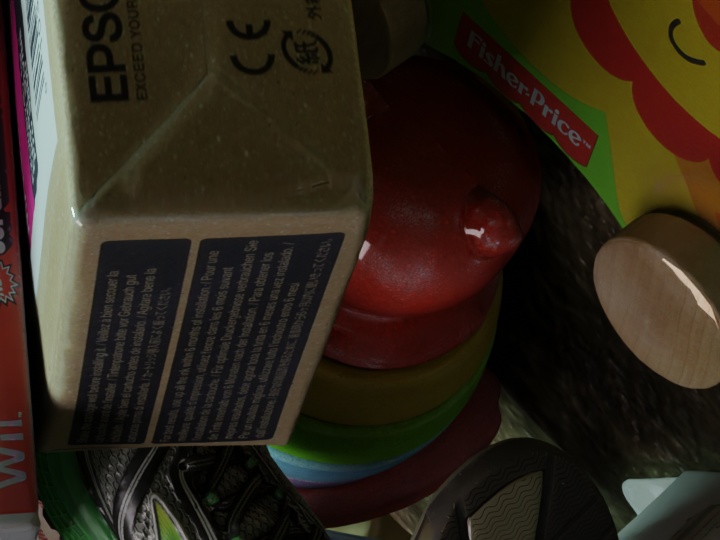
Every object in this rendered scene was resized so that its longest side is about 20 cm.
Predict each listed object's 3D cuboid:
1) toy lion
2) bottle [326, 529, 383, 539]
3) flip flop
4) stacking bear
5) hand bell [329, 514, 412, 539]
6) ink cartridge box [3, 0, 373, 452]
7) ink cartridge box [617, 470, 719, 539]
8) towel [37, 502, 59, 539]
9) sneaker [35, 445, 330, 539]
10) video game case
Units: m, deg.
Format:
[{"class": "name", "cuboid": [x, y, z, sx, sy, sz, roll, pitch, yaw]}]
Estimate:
[{"class": "toy lion", "cuboid": [0.075, -0.077, 0.727, 0.200, 0.069, 0.192, 44, 150, 19]}, {"class": "bottle", "cuboid": [0.026, 0.131, 1.001, 0.199, 0.065, 0.084, 11, 149, -14]}, {"class": "flip flop", "cuboid": [0.037, 0.116, 0.908, 0.058, 0.081, 0.200, 47, 162, 31]}, {"class": "stacking bear", "cuboid": [0.000, 0.000, 0.933, 0.121, 0.114, 0.200, 47, 154, 9]}, {"class": "hand bell", "cuboid": [-0.033, 0.076, 1.083, 0.104, 0.104, 0.200, 23, 152, 50]}, {"class": "ink cartridge box", "cuboid": [-0.053, -0.071, 0.764, 0.165, 0.075, 0.201, 112, 153, -65]}, {"class": "ink cartridge box", "cuboid": [0.138, 0.125, 0.902, 0.117, 0.067, 0.200, 56, 158, -12]}, {"class": "towel", "cuboid": [-0.116, 0.108, 1.245, 0.200, 0.030, 0.147, -87, -22, -51]}, {"class": "sneaker", "cuboid": [-0.036, 0.078, 0.880, 0.085, 0.078, 0.200, 0, 116, 45]}, {"class": "video game case", "cuboid": [-0.108, -0.014, 0.833, 0.143, 0.017, 0.201, 122, 144, -73]}]
